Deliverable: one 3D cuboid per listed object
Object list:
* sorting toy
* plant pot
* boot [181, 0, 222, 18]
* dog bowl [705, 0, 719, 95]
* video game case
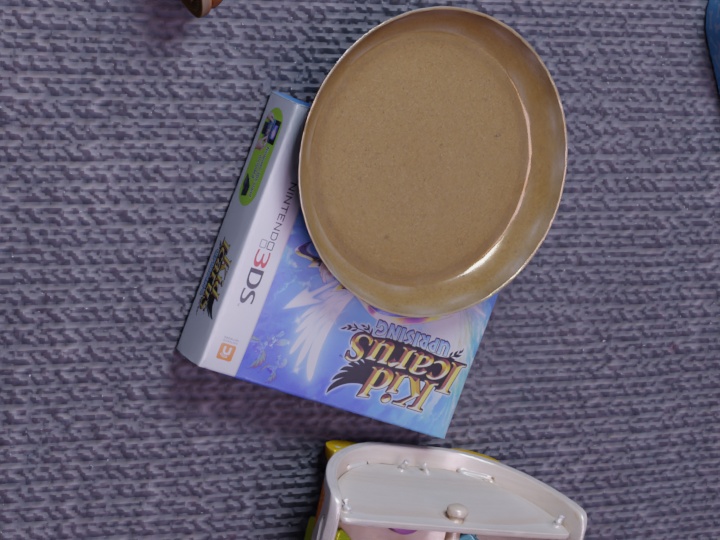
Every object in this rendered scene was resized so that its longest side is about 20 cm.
[{"bbox_3d":[0.027,0.218,1.562,0.199,0.107,0.181,8,108,-28],"label":"sorting toy"},{"bbox_3d":[0.044,-0.071,1.472,0.198,0.027,0.202,-6,103,-26],"label":"plant pot"},{"bbox_3d":[-0.055,-0.263,1.393,0.154,0.074,0.202,-14,113,-27],"label":"boot"},{"bbox_3d":[0.305,-0.136,1.619,0.111,0.050,0.201,-25,114,-18],"label":"dog bowl"},{"bbox_3d":[0.000,0.000,1.510,0.199,0.045,0.183,18,97,-29],"label":"video game case"}]
